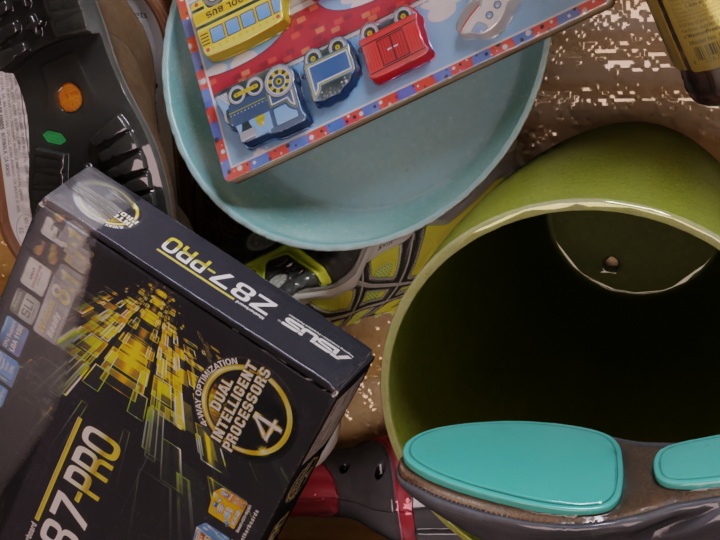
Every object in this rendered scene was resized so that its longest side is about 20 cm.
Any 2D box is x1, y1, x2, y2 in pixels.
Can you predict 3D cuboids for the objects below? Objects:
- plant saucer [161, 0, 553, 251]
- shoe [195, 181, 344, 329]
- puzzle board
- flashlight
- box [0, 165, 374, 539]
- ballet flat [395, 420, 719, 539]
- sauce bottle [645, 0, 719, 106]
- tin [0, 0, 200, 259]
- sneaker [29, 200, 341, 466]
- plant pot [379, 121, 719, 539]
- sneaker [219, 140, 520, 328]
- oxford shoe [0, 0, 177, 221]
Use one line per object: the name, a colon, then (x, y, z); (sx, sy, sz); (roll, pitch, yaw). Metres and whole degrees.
plant saucer: (0.002, -0.104, 1.042); (0.199, 0.036, 0.201); (-6, 76, 25)
shoe: (-0.041, -0.004, 1.145); (0.070, 0.053, 0.201); (12, 116, 30)
puzzle board: (0.003, -0.146, 1.021); (0.199, 0.017, 0.151); (-24, 70, 19)
flashlight: (-0.036, 0.119, 1.187); (0.199, 0.068, 0.068); (-4, 149, 9)
box: (-0.103, 0.075, 1.037); (0.161, 0.049, 0.201); (35, 124, 10)
ballet flat: (0.114, 0.101, 0.920); (0.199, 0.073, 0.073); (-3, 116, 11)
sauce bottle: (0.141, -0.174, 1.005); (0.064, 0.065, 0.201); (-18, 112, 20)
tin: (-0.135, -0.076, 1.134); (0.111, 0.042, 0.201); (1, 116, 8)
sneaker: (-0.100, 0.033, 1.124); (0.200, 0.075, 0.088); (50, 151, 1)
plant pot: (0.118, 0.011, 1.026); (0.186, 0.200, 0.188); (5, 118, 10)
sneaker: (0.000, 0.000, 1.076); (0.199, 0.075, 0.077); (-32, 124, -11)
oxford shoe: (-0.117, -0.068, 1.059); (0.072, 0.084, 0.201); (-10, 97, 22)
